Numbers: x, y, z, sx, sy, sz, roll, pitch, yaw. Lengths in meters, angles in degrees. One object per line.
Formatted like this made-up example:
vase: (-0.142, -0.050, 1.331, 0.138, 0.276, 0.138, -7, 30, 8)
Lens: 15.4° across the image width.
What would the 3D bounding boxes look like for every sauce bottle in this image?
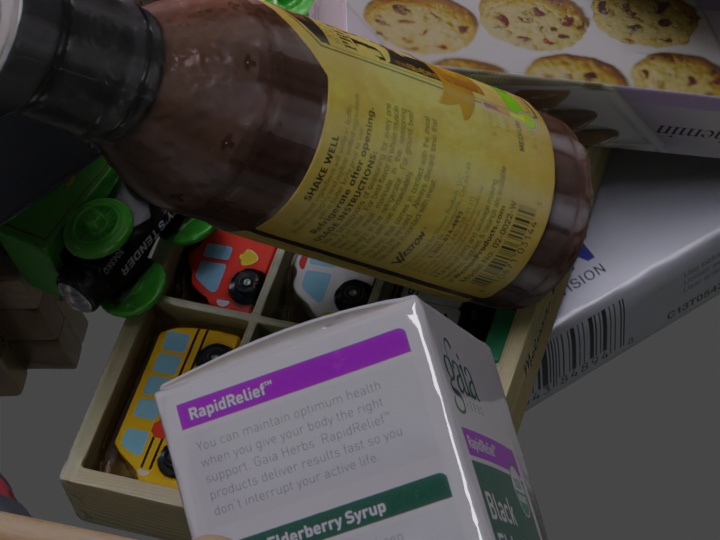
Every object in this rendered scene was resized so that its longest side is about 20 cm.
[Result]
sauce bottle: (-0.023, -0.039, 0.731, 0.065, 0.199, 0.065, -19, 63, 43)

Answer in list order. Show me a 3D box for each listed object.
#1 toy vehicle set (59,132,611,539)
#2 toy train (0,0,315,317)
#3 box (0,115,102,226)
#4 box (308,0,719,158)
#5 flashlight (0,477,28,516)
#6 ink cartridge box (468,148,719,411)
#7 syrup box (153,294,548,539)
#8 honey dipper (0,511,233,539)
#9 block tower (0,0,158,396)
toy vehicle set: (0.000, 0.000, 0.831, 0.124, 0.027, 0.201, 10, 58, 17)
toy train: (-0.041, -0.066, 0.846, 0.056, 0.042, 0.200, 20, 61, 34)
box: (-0.178, -0.072, 0.814, 0.196, 0.117, 0.200, -33, 27, 20)
box: (0.083, -0.063, 0.821, 0.199, 0.039, 0.042, 6, 64, -15)
flashlight: (-0.108, 0.110, 0.778, 0.068, 0.068, 0.200, -3, 44, -48)
ink cartridge box: (0.057, -0.062, 0.909, 0.196, 0.043, 0.200, -31, 57, -15)
syrup box: (0.017, 0.115, 0.706, 0.081, 0.079, 0.201, -18, 75, 12)
honey dipper: (-0.114, 0.067, 0.716, 0.199, 0.038, 0.038, 8, 53, 27)
block tower: (-0.108, -0.054, 0.909, 0.054, 0.058, 0.201, 0, 54, 18)
